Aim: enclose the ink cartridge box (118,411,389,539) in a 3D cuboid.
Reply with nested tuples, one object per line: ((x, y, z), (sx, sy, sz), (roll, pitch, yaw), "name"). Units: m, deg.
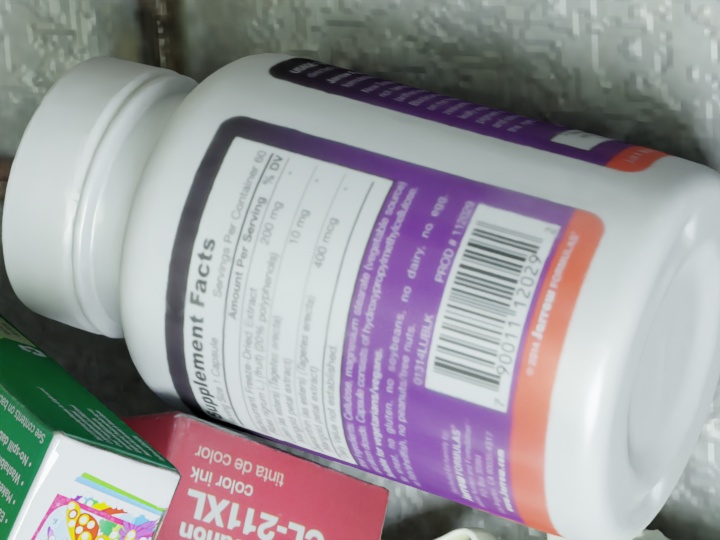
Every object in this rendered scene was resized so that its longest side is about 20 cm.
((-0.081, 0.153, 0.779), (0.145, 0.083, 0.201), (-10, 63, 52), "ink cartridge box")

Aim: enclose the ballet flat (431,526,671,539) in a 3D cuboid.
((0.055, 0.107, 0.790), (0.199, 0.067, 0.067), (-19, 75, 33), "ballet flat")

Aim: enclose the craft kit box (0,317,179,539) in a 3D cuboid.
((-0.147, 0.110, 0.770), (0.200, 0.048, 0.198), (30, 100, 59), "craft kit box")

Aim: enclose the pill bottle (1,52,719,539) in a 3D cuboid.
((0.000, 0.000, 0.753), (0.199, 0.111, 0.112), (17, 113, 23), "pill bottle")
